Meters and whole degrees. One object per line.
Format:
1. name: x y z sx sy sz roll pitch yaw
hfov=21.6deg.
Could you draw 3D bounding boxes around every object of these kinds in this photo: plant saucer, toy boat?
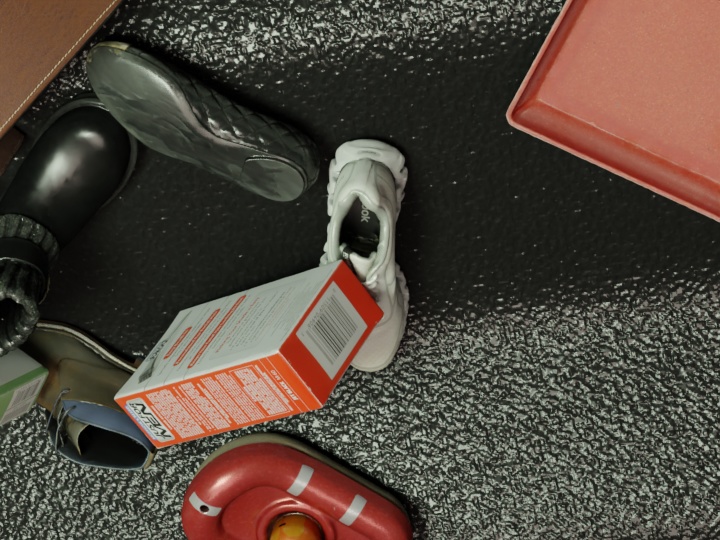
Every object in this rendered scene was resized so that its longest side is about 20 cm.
1. plant saucer: 0.238 -0.158 1.397 0.200 0.037 0.200 24 118 -7
2. toy boat: -0.058 0.232 1.591 0.200 0.131 0.131 30 118 -10

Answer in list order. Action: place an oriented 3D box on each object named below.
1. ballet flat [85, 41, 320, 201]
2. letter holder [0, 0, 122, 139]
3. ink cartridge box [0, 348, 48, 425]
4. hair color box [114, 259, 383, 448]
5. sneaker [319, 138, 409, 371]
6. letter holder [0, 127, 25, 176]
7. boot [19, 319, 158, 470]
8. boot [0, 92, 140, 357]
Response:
1. ballet flat: -0.123 -0.116 1.455 0.200 0.057 0.067 31 121 -8
2. letter holder: -0.268 -0.205 1.389 0.142 0.101 0.200 40 116 -13
3. ink cartridge box: -0.363 0.055 1.490 0.200 0.146 0.048 34 110 10
4. hair color box: -0.089 0.068 1.477 0.200 0.111 0.064 -16 119 43
5. sneaker: 0.000 0.000 1.488 0.075 0.081 0.200 0 120 5
6. letter holder: -0.380 -0.103 1.441 0.200 0.142 0.101 39 116 -14
7. boot: -0.245 0.102 1.562 0.199 0.097 0.075 16 119 -2
8. boot: -0.253 -0.028 1.457 0.079 0.158 0.211 34 116 -12
